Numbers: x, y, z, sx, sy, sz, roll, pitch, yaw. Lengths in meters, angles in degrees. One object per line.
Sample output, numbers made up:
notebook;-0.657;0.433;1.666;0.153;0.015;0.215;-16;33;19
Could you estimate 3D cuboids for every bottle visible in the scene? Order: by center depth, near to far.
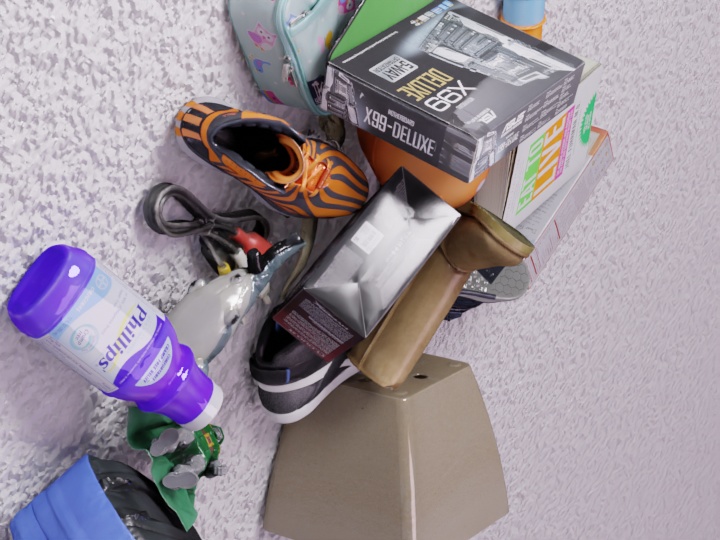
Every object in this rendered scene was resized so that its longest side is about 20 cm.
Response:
bottle;-0.196;0.063;1.359;0.200;0.065;0.084;43;73;-33

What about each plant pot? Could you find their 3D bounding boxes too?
plant pot;0.030;0.186;1.762;0.200;0.200;0.177;-20;116;-52

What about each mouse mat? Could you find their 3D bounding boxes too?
mouse mat;0.038;-0.239;1.500;0.200;0.008;0.161;-60;158;-8

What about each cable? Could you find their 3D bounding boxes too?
cable;-0.124;-0.033;1.493;0.097;0.050;0.200;-60;151;-16

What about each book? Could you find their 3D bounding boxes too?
book;0.184;-0.127;1.718;0.200;0.048;0.134;-40;144;-45

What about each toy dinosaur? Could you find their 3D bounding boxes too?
toy dinosaur;-0.049;-0.077;1.544;0.088;0.047;0.200;48;56;-69

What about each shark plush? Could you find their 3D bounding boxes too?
shark plush;-0.135;0.035;1.486;0.200;0.091;0.083;-57;164;-3

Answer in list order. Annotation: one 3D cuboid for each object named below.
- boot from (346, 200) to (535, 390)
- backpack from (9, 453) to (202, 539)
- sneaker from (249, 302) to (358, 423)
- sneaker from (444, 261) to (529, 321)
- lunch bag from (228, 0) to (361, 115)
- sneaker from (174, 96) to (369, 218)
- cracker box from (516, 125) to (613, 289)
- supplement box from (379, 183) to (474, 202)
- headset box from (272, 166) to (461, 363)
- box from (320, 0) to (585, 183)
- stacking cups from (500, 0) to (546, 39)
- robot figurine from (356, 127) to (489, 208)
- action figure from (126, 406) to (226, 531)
boot;0.076;0.031;1.591;0.066;0.175;0.200;33;93;-15
backpack;-0.217;0.271;1.437;0.168;0.163;0.200;-40;147;-6
sneaker;-0.033;0.057;1.678;0.200;0.073;0.112;-46;143;-32
sneaker;0.059;0.002;1.776;0.202;0.146;0.077;17;76;-26
lunch bag;-0.028;-0.247;1.479;0.200;0.077;0.160;-53;148;-26
sneaker;-0.061;-0.085;1.429;0.200;0.112;0.078;19;93;-32
cracker box;0.179;-0.089;1.860;0.200;0.134;0.058;-54;149;-21
supplement box;0.120;-0.118;1.772;0.200;0.109;0.061;-37;139;-43
headset box;0.000;0.000;1.541;0.149;0.075;0.200;-51;-177;-16
box;0.085;-0.166;1.468;0.200;0.158;0.050;-37;148;-46
stacking cups;0.176;-0.297;1.807;0.061;0.060;0.200;-41;146;-38
robot figurine;0.062;-0.124;1.600;0.144;0.200;0.117;-43;113;8
action figure;-0.157;0.164;1.516;0.200;0.055;0.118;-22;91;-85
